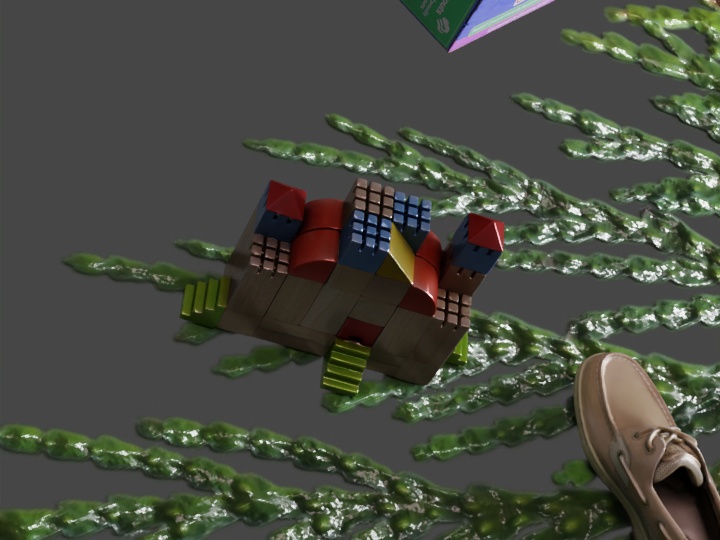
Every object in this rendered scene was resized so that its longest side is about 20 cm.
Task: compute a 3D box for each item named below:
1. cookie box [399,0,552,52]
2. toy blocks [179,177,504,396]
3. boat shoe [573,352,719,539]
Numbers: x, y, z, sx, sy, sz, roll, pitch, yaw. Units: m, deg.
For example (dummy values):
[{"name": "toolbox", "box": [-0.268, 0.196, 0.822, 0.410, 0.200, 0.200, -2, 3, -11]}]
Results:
[{"name": "cookie box", "box": [0.073, -0.290, 1.471, 0.171, 0.075, 0.200, -29, 71, -38]}, {"name": "toy blocks", "box": [0.000, 0.000, 1.183, 0.200, 0.137, 0.100, 16, 51, -13]}, {"name": "boat shoe", "box": [0.202, 0.133, 1.223, 0.072, 0.065, 0.200, -2, 57, -26]}]
